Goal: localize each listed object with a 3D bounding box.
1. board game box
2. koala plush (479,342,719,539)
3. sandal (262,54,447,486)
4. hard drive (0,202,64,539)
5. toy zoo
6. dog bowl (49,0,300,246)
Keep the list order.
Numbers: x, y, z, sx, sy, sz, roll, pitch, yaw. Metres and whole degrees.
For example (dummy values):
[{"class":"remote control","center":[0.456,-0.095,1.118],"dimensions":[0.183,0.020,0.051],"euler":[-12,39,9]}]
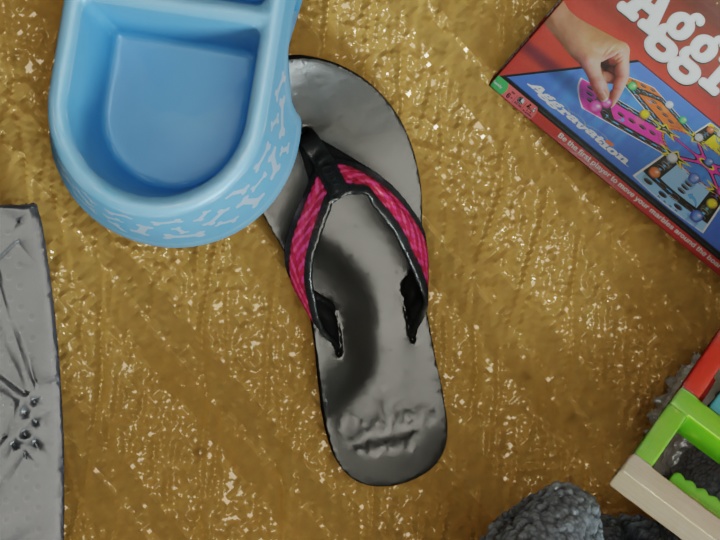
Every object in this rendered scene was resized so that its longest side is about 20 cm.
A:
[{"class":"board game box","center":[0.166,-0.058,1.101],"dimensions":[0.200,0.019,0.103],"euler":[39,116,-5]},{"class":"koala plush","center":[0.154,0.137,1.089],"dimensions":[0.177,0.184,0.200],"euler":[39,70,7]},{"class":"sandal","center":[0.000,0.000,1.098],"dimensions":[0.075,0.045,0.201],"euler":[-15,96,-5]},{"class":"hard drive","center":[-0.198,0.072,1.079],"dimensions":[0.134,0.042,0.201],"euler":[-2,94,-8]},{"class":"toy zoo","center":[0.211,0.053,1.040],"dimensions":[0.131,0.020,0.200],"euler":[36,65,5]},{"class":"dog bowl","center":[-0.077,-0.112,1.059],"dimensions":[0.111,0.050,0.201],"euler":[9,88,6]}]
